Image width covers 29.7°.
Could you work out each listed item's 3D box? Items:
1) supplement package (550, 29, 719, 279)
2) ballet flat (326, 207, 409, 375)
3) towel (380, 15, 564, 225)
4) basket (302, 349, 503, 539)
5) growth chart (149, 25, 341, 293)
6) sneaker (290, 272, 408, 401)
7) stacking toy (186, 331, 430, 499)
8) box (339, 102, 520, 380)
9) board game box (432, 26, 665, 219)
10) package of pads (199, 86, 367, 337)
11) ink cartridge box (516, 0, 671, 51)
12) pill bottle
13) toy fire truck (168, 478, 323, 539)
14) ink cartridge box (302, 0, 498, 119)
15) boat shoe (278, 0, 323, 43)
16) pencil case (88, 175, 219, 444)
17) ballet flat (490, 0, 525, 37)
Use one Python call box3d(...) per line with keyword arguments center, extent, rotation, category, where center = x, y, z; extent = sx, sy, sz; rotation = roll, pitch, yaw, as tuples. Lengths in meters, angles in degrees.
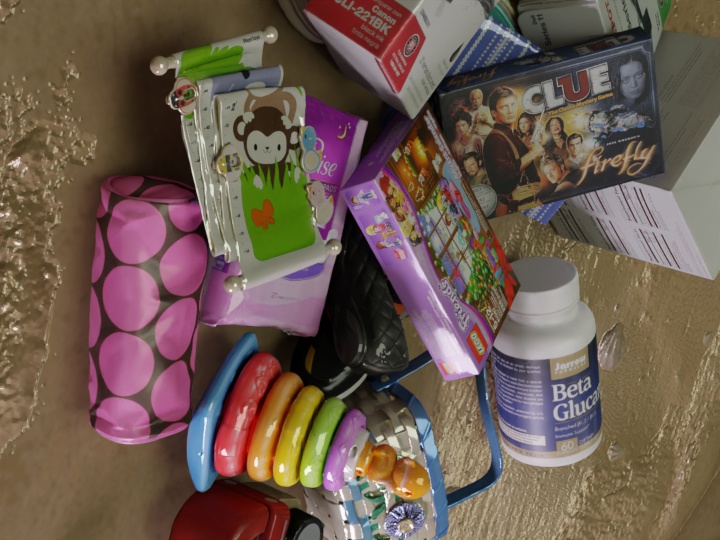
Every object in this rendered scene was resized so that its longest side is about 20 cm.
box3d(center=(0.302, -0.127, 1.394), extent=(0.192, 0.199, 0.147), rotation=(-53, 134, -17), category="supplement package")
box3d(center=(0.000, 0.000, 1.174), extent=(0.056, 0.066, 0.202), rotation=(13, 56, -33), category="ballet flat")
box3d(center=(0.133, -0.141, 1.253), extent=(0.199, 0.024, 0.145), rotation=(27, 112, -23), category="towel")
box3d(center=(0.042, 0.169, 1.269), extent=(0.199, 0.139, 0.178), rotation=(-29, 122, -24), category="basket")
box3d(center=(-0.079, -0.085, 1.034), extent=(0.144, 0.018, 0.202), rotation=(-32, 114, -42), category="growth chart")
box3d(center=(0.004, 0.029, 1.215), extent=(0.200, 0.070, 0.090), rotation=(-47, 159, -32), category="sneaker")
box3d(center=(-0.034, 0.142, 1.124), extent=(0.110, 0.198, 0.117), rotation=(-60, 164, -48), category="stacking toy")
box3d(center=(0.066, -0.026, 1.181), extent=(0.201, 0.039, 0.137), rotation=(60, 36, -22), category="box")
box3d(center=(0.171, -0.129, 1.233), extent=(0.198, 0.035, 0.137), rotation=(-15, 120, -2), category="board game box")
box3d(center=(-0.071, -0.049, 1.130), extent=(0.120, 0.075, 0.202), rotation=(10, 96, -49), category="package of pads")
box3d(center=(0.230, -0.256, 1.319), extent=(0.201, 0.082, 0.147), rotation=(-64, 141, -38), category="ink cartridge box")
box3d(center=(0.193, 0.093, 1.419), extent=(0.111, 0.110, 0.202), rotation=(-29, 122, -36), category="pill bottle")
box3d(center=(-0.150, 0.266, 1.138), extent=(0.199, 0.128, 0.178), rotation=(10, 96, -57), category="toy fire truck")
box3d(center=(0.058, -0.246, 1.113), extent=(0.201, 0.083, 0.144), rotation=(-55, 162, -3), category="ink cartridge box")
box3d(center=(-0.034, -0.275, 1.094), extent=(0.070, 0.071, 0.203), rotation=(-36, 128, -33), category="boat shoe")
box3d(center=(-0.161, 0.029, 1.058), extent=(0.093, 0.090, 0.202), rotation=(-8, 111, -52), category="pencil case")
box3d(center=(0.142, -0.206, 1.311), extent=(0.071, 0.070, 0.201), rotation=(-49, 132, -22), category="ballet flat")
